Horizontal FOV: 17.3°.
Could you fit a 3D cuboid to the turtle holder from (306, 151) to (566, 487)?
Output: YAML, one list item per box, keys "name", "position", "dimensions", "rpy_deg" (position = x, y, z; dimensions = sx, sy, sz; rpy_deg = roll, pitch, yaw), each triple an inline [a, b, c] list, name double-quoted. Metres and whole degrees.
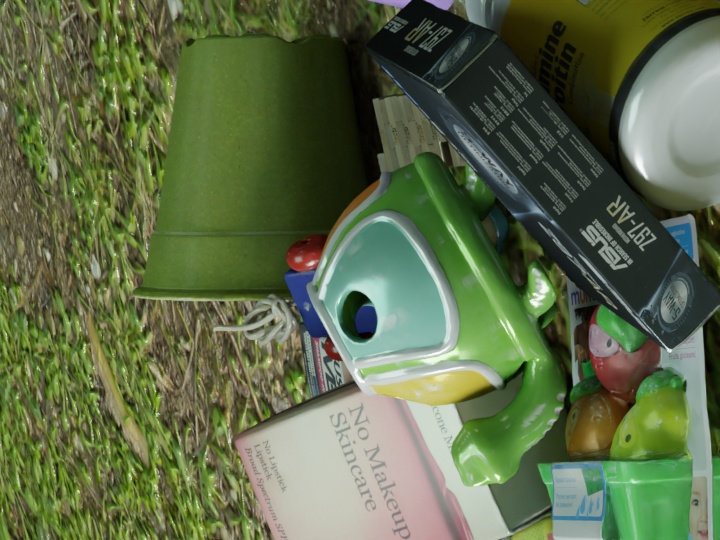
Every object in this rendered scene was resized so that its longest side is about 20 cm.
- name: "turtle holder"
  position: [0.051, 0.028, 1.442]
  dimensions: [0.186, 0.131, 0.141]
  rpy_deg: [60, -179, -16]

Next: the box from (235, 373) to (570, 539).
- name: "box"
  position: [0.034, 0.128, 1.589]
  dimensions: [0.199, 0.109, 0.129]
  rpy_deg: [-25, 88, 40]

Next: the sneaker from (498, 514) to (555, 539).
- name: "sneaker"
  position: [0.161, 0.243, 1.525]
  dimensions: [0.201, 0.090, 0.078]
  rpy_deg: [56, -169, -1]

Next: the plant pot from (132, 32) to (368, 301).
- name: "plant pot"
  position: [-0.071, -0.077, 1.741]
  dimensions: [0.200, 0.198, 0.192]
  rpy_deg: [-174, 83, -64]

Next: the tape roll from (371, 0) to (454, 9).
- name: "tape roll"
  position: [0.038, -0.258, 1.413]
  dimensions: [0.200, 0.065, 0.202]
  rpy_deg: [-168, 90, -79]

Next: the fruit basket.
- name: "fruit basket"
  position: [0.159, 0.076, 1.411]
  dimensions: [0.185, 0.093, 0.202]
  rpy_deg: [167, 95, -71]

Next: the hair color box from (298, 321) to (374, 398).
- name: "hair color box"
  position: [0.027, 0.090, 1.743]
  dimensions: [0.200, 0.060, 0.101]
  rpy_deg: [12, 114, 63]

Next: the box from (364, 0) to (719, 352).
- name: "box"
  position: [0.099, -0.055, 1.292]
  dimensions: [0.200, 0.044, 0.160]
  rpy_deg: [47, 179, -20]

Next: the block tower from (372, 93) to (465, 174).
- name: "block tower"
  position: [0.073, -0.098, 1.547]
  dimensions: [0.200, 0.054, 0.058]
  rpy_deg: [-6, 97, 65]

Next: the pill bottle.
- name: "pill bottle"
  position: [0.142, -0.123, 1.312]
  dimensions: [0.200, 0.111, 0.113]
  rpy_deg: [44, 141, 49]

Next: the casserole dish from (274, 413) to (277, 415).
- name: "casserole dish"
  position: [-0.009, 0.185, 1.742]
  dimensions: [0.201, 0.039, 0.122]
  rpy_deg: [59, -164, -32]

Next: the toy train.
- name: "toy train"
  position: [0.000, 0.000, 1.611]
  dimensions: [0.199, 0.116, 0.085]
  rpy_deg: [-8, 112, 42]
